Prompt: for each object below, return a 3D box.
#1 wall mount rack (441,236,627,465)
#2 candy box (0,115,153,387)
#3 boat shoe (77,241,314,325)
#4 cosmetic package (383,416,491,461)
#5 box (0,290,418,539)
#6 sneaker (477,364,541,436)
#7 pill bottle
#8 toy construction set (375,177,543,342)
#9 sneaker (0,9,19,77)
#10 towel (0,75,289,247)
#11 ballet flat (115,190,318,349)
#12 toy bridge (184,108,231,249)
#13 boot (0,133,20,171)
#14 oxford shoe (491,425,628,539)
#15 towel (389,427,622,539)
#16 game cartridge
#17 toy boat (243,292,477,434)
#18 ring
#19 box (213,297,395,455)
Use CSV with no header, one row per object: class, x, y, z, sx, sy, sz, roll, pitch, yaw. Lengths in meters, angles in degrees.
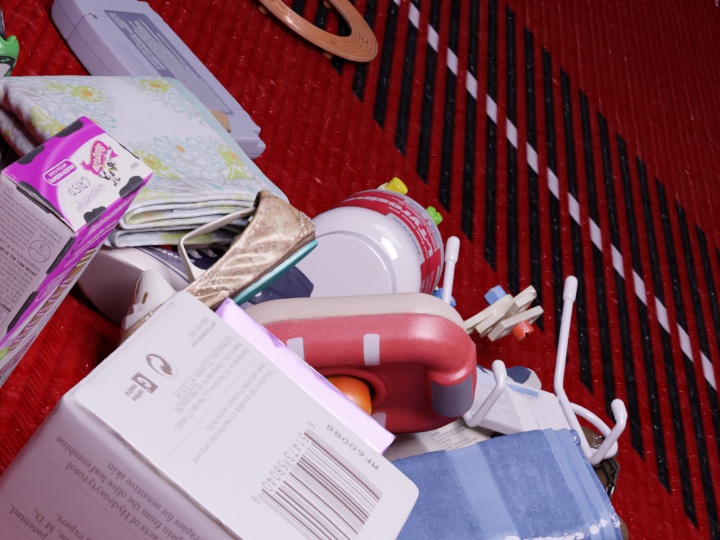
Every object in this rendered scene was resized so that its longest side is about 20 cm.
wall mount rack,0.124,0.066,1.787,0.199,0.075,0.174,19,29,-26
candy box,-0.219,0.014,1.382,0.061,0.200,0.136,39,23,0
boat shoe,-0.120,0.008,1.692,0.199,0.074,0.093,35,49,-28
cosmetic package,0.056,0.154,1.734,0.200,0.073,0.103,46,22,14
box,-0.107,0.157,1.329,0.200,0.172,0.199,39,22,0
sneaker,0.084,0.097,1.879,0.085,0.075,0.200,51,23,4
pill bottle,0.000,0.000,1.852,0.112,0.112,0.200,41,13,2
toy construction set,0.060,0.006,2.016,0.200,0.092,0.131,39,16,19
sneaker,-0.319,-0.205,1.799,0.078,0.085,0.200,10,35,-51
towel,-0.164,-0.085,1.696,0.170,0.048,0.200,0,34,-44
ballet flat,-0.118,0.014,1.608,0.200,0.071,0.065,-40,86,-26
toy bridge,-0.109,-0.023,1.808,0.027,0.067,0.201,10,56,-51
boot,-0.219,-0.097,1.784,0.131,0.070,0.200,30,19,-10
oxford shoe,0.171,0.162,1.816,0.073,0.084,0.200,66,-7,-29
towel,0.077,0.177,1.626,0.198,0.049,0.112,-10,50,-15
game cartridge,-0.182,-0.171,2.025,0.200,0.042,0.133,48,27,19
toy boat,-0.016,0.098,1.601,0.198,0.131,0.132,-4,56,3
ring,-0.065,-0.287,2.459,0.200,0.019,0.201,34,22,-15
box,-0.069,0.105,1.495,0.137,0.200,0.039,40,64,0
